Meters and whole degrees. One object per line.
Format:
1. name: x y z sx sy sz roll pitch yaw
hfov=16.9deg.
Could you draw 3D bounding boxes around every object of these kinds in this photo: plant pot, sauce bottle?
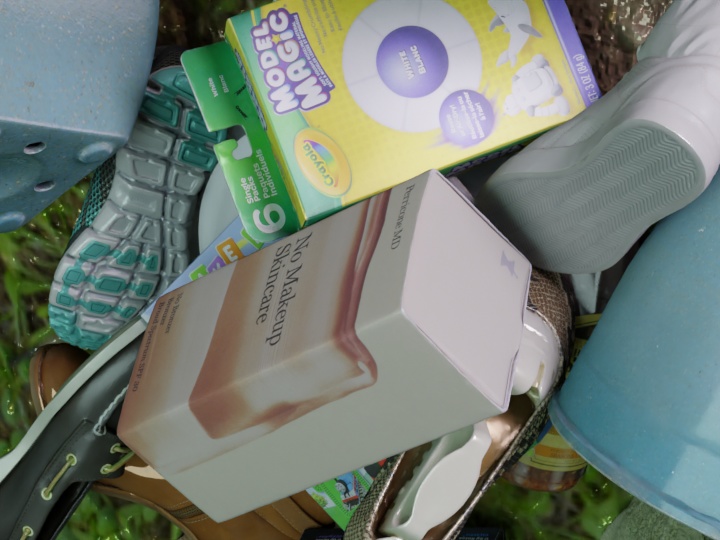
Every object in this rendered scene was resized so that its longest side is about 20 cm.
1. plant pot: 0.220 0.025 1.201 0.199 0.200 0.189 28 104 19
2. sauce bottle: 0.118 0.024 1.325 0.066 0.066 0.201 25 120 21
3. plant pot: -0.229 -0.135 1.355 0.195 0.195 0.201 -33 65 35

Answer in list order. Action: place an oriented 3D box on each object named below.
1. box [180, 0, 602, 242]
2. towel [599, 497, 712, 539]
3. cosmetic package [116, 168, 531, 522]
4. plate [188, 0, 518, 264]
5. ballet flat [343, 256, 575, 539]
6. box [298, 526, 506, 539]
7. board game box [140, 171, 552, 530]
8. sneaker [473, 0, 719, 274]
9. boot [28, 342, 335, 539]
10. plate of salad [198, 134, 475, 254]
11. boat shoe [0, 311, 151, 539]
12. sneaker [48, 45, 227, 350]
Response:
1. box: 0.015 -0.100 1.269 0.199 0.048 0.118 -22 84 -7
2. towel: 0.170 0.205 1.312 0.149 0.036 0.201 -64 28 30
3. cosmetic package: -0.020 0.041 1.240 0.199 0.104 0.087 -25 126 34
4. plate: 0.008 -0.039 1.388 0.199 0.032 0.201 34 122 17
5. ballet flat: 0.058 0.080 1.241 0.068 0.075 0.201 33 80 -4
6. box: 0.024 0.264 1.414 0.131 0.115 0.202 -3 112 17
7. board game box: -0.009 0.051 1.341 0.200 0.037 0.151 47 130 -1
8. sneaker: 0.140 -0.071 1.215 0.074 0.116 0.200 43 153 -11
9. boot: -0.100 0.101 1.475 0.155 0.077 0.201 -34 89 35
10. plate of salad: 0.000 0.000 1.360 0.199 0.048 0.202 15 125 22
11. boat shoe: -0.163 0.101 1.435 0.061 0.072 0.201 45 119 4
12. sneaker: -0.130 -0.045 1.439 0.077 0.091 0.201 20 116 -17
